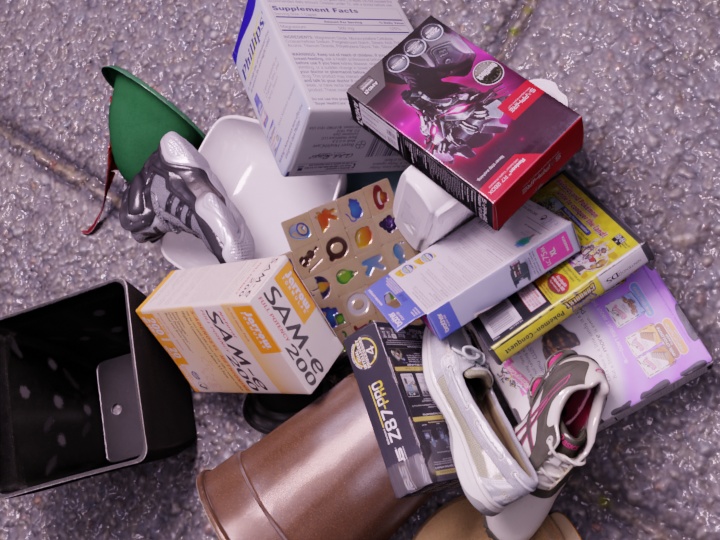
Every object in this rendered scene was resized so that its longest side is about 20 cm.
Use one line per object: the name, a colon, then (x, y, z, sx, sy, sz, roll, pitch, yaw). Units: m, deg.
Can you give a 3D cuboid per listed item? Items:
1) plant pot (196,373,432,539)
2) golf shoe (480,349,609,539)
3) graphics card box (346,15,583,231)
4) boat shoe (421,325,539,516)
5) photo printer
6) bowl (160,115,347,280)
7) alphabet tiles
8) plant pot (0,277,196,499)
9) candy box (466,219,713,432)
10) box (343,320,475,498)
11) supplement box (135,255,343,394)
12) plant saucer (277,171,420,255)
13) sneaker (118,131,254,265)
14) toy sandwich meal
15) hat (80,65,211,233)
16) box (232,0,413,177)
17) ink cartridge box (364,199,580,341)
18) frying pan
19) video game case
plant pot: (-0.035, 0.227, 0.991, 0.198, 0.200, 0.201, -41, 68, 0)
golf shoe: (0.172, 0.172, 0.891, 0.076, 0.088, 0.203, 22, 92, -6)
graphics card box: (0.097, -0.145, 0.899, 0.125, 0.051, 0.200, -42, 62, -13)
boat shoe: (0.112, 0.127, 0.898, 0.064, 0.074, 0.204, -35, 48, 26)
photo printer: (0.130, -0.113, 0.996, 0.199, 0.167, 0.070, -37, 81, -9)
bowl: (-0.115, -0.065, 1.114, 0.198, 0.075, 0.202, 23, 87, 24)
alphabet tiles: (0.000, 0.000, 1.055, 0.198, 0.006, 0.169, -23, 97, -12)
plant pot: (-0.300, 0.147, 1.107, 0.197, 0.177, 0.203, -16, 72, 15)
candy box: (0.233, 0.075, 0.983, 0.198, 0.071, 0.169, -31, 70, 11)
box: (0.077, 0.137, 0.956, 0.049, 0.199, 0.163, -31, 69, 27)
supplement box: (-0.131, 0.062, 1.006, 0.198, 0.127, 0.074, -7, 35, 44)
plant saucer: (-0.004, -0.068, 1.127, 0.197, 0.027, 0.204, -5, 77, 20)
sneaker: (-0.201, -0.054, 1.066, 0.113, 0.075, 0.201, -38, 62, 9)
toy sandwich meal: (0.135, 0.314, 0.952, 0.202, 0.070, 0.207, -18, 47, 20)
hat: (-0.291, -0.122, 1.163, 0.164, 0.200, 0.177, 30, 80, 25)
box: (-0.024, -0.215, 1.061, 0.202, 0.181, 0.105, 66, 147, 30)
ink cartridge box: (0.108, 0.000, 0.949, 0.198, 0.042, 0.119, -30, 25, -6)
frying pan: (-0.065, 0.120, 1.044, 0.031, 0.113, 0.191, -103, 29, -46)
video game case: (0.180, -0.011, 0.975, 0.180, 0.026, 0.201, -35, 28, 6)
